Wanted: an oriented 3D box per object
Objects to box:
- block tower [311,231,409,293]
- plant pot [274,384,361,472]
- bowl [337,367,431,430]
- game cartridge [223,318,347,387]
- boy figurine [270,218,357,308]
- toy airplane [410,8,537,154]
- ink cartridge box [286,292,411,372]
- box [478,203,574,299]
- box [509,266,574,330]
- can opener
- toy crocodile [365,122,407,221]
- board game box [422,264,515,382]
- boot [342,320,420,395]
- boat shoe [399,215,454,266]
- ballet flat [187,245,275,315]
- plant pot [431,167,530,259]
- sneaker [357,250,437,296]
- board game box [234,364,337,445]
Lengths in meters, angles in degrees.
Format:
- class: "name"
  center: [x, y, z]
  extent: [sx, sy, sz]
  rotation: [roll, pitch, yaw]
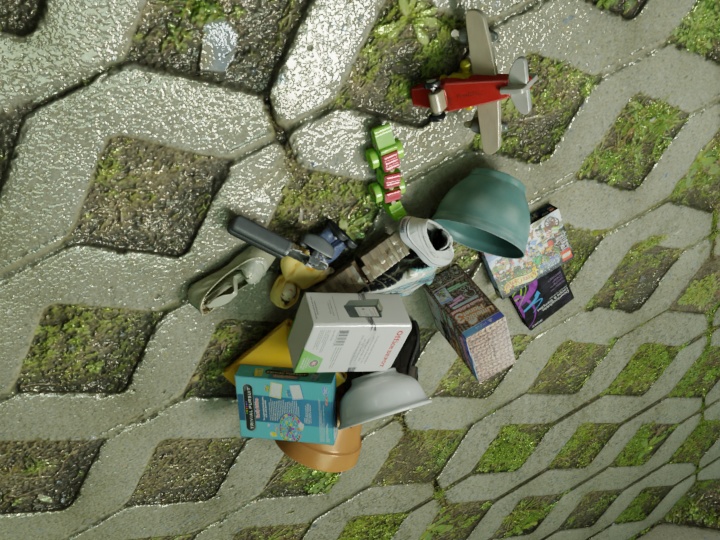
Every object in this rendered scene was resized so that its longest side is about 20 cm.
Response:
- class: "block tower"
  center: [0.000, 0.000, 1.434]
  extent: [0.200, 0.058, 0.054]
  rotation: [-36, 103, -6]
- class: "plant pot"
  center: [-0.078, 0.329, 1.576]
  extent: [0.199, 0.200, 0.141]
  rotation: [10, 108, -34]
- class: "bowl"
  center: [0.039, 0.254, 1.452]
  extent: [0.200, 0.091, 0.201]
  rotation: [-15, 168, -3]
- class: "game cartridge"
  center: [-0.156, 0.213, 1.467]
  extent: [0.200, 0.032, 0.176]
  rotation: [-37, 107, 26]
- class: "boy figurine"
  center: [-0.106, -0.010, 1.386]
  extent: [0.200, 0.064, 0.124]
  rotation: [-44, 138, 3]
- class: "toy airplane"
  center: [0.215, -0.332, 1.266]
  extent: [0.199, 0.141, 0.200]
  rotation: [33, 123, -8]
- class: "ink cartridge box"
  center: [-0.024, 0.120, 1.358]
  extent: [0.199, 0.084, 0.146]
  rotation: [2, 136, -24]
- class: "box"
  center: [0.378, -0.042, 1.620]
  extent: [0.199, 0.038, 0.137]
  rotation: [-30, 117, -5]
- class: "box"
  center: [0.437, 0.046, 1.745]
  extent: [0.143, 0.036, 0.200]
  rotation: [-37, 134, 1]
- class: "can opener"
  center: [-0.142, -0.058, 1.309]
  extent: [0.199, 0.053, 0.067]
  rotation: [27, 71, -18]
- class: "toy crocodile"
  center: [0.053, -0.183, 1.341]
  extent: [0.067, 0.062, 0.201]
  rotation: [-20, 131, -15]
- class: "board game box"
  center: [0.239, 0.115, 1.575]
  extent: [0.097, 0.200, 0.160]
  rotation: [-29, 133, -6]
- class: "boot"
  center: [0.045, 0.192, 1.592]
  extent: [0.173, 0.201, 0.069]
  rotation: [3, 141, 8]
- class: "boat shoe"
  center: [0.150, -0.053, 1.422]
  extent: [0.200, 0.065, 0.074]
  rotation: [23, 73, -55]
- class: "ballet flat"
  center: [-0.230, 0.016, 1.335]
  extent: [0.200, 0.070, 0.070]
  rotation: [-34, 133, -2]
- class: "plant pot"
  center: [0.256, -0.122, 1.431]
  extent: [0.200, 0.200, 0.135]
  rotation: [28, 81, -40]
- class: "sneaker"
  center: [0.076, 0.028, 1.506]
  extent: [0.199, 0.078, 0.087]
  rotation: [-18, 134, -16]
- class: "board game box"
  center: [-0.148, 0.273, 1.450]
  extent: [0.199, 0.047, 0.152]
  rotation: [4, 115, 8]
